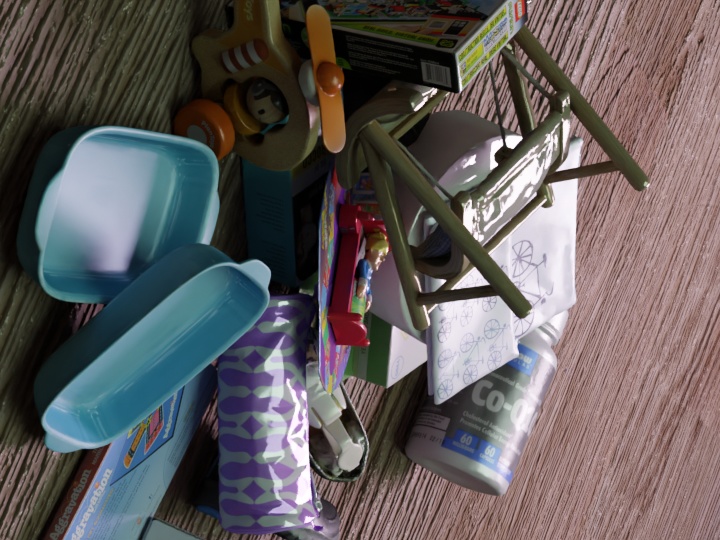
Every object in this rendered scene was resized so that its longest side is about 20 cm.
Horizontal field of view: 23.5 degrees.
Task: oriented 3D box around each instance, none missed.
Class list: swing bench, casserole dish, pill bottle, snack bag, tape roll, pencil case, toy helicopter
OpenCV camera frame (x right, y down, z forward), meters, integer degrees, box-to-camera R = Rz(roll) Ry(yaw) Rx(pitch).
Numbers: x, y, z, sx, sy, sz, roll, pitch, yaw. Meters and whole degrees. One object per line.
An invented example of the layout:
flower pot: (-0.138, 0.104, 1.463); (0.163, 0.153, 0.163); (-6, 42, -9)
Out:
swing bench: (0.095, -0.093, 1.355); (0.199, 0.129, 0.201); (-42, 110, -36)
casserole dish: (-0.169, -0.041, 1.198); (0.199, 0.039, 0.122); (5, 104, -60)
pill bottle: (0.133, 0.116, 1.765); (0.202, 0.113, 0.114); (-66, 151, -13)
snack bag: (0.130, -0.001, 1.522); (0.199, 0.021, 0.190); (-29, 130, -34)
tape roll: (0.082, -0.035, 1.522); (0.201, 0.071, 0.204); (-26, 130, -36)
casserole dish: (-0.151, 0.050, 1.221); (0.200, 0.039, 0.121); (-40, 156, 3)
pencil case: (-0.072, 0.113, 1.371); (0.084, 0.085, 0.202); (-54, 142, -87)
toy helicopter: (-0.065, -0.162, 1.236); (0.079, 0.131, 0.202); (-40, 137, -45)

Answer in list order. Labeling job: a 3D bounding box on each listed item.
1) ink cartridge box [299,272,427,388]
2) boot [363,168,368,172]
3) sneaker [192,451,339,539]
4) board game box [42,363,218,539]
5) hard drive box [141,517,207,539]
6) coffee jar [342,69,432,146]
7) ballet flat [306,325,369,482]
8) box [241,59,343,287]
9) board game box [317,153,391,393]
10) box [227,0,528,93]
ink cartridge box: (0.012, 0.037, 1.578); (0.200, 0.048, 0.147); (-32, 132, -55)
boot: (0.057, -0.074, 1.583); (0.199, 0.073, 0.076); (9, 104, -53)
sneaker: (-0.064, 0.188, 1.490); (0.200, 0.073, 0.083); (33, 77, -61)
board game box: (-0.174, 0.146, 1.326); (0.201, 0.019, 0.103); (-64, 153, -18)
hard drive box: (-0.099, 0.304, 1.345); (0.077, 0.198, 0.157); (65, 48, -74)
coffee jar: (0.040, -0.207, 1.452); (0.201, 0.085, 0.104); (-66, 151, -13)
ballet flat: (-0.033, 0.118, 1.498); (0.072, 0.072, 0.201); (-57, 146, -28)
box: (-0.053, -0.095, 1.383); (0.082, 0.049, 0.202); (-40, 137, -46)
board game box: (0.000, 0.000, 1.390); (0.158, 0.039, 0.202); (-60, 152, -69)
box: (0.012, -0.191, 1.289); (0.110, 0.198, 0.035); (-48, 142, -39)
